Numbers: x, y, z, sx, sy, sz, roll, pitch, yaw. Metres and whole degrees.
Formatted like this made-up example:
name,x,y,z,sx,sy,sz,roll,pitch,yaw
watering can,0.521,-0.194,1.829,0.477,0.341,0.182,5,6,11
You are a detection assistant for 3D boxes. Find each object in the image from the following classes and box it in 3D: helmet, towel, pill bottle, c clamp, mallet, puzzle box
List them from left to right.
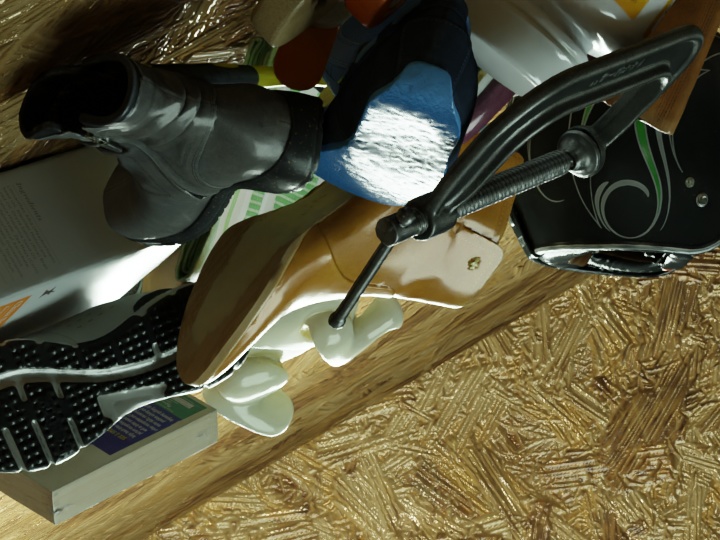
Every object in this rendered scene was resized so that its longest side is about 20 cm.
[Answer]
name,x,y,z,sx,sy,sz,roll,pitch,yaw
puzzle box,-0.201,0.083,1.693,0.133,0.200,0.026,-25,127,-38
mallet,-0.060,-0.109,1.500,0.199,0.066,0.041,0,114,-37
towel,-0.048,-0.063,1.635,0.200,0.023,0.153,4,106,-75
c clamp,0.083,-0.058,1.369,0.200,0.027,0.171,-25,160,-40
pill bottle,0.126,-0.183,1.377,0.200,0.109,0.109,-53,172,-4
helmet,0.204,-0.099,2.059,0.199,0.192,0.200,2,173,0

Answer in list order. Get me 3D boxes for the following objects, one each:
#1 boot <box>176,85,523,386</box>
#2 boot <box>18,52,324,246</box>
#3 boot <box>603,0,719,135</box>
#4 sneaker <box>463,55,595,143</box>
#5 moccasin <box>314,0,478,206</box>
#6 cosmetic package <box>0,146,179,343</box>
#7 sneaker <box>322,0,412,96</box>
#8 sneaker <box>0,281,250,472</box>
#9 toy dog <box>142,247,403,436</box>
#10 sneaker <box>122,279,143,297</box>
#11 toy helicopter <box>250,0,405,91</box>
name,x,y,z,sx,sy,sz,roll,pitch,yaw
boot,0.000,-0.001,1.524,0.144,0.071,0.202,27,99,-35
boot,-0.119,-0.069,1.409,0.131,0.070,0.200,12,160,-29
boot,0.188,-0.179,1.523,0.188,0.068,0.201,-124,-125,-69
sneaker,0.094,-0.123,1.513,0.075,0.090,0.200,-4,-137,43
moccasin,0.027,-0.083,1.363,0.200,0.080,0.069,145,-37,-70
cosmetic package,-0.197,-0.004,1.528,0.101,0.071,0.200,-40,170,39
sneaker,0.054,-0.151,1.451,0.199,0.105,0.076,-33,139,6
sneaker,-0.160,0.061,1.539,0.199,0.074,0.080,-17,-172,-24
toy dog,-0.056,-0.007,1.912,0.193,0.140,0.200,24,135,-35
sneaker,-0.190,0.021,1.674,0.200,0.074,0.088,-43,155,-49
toy helicopter,0.014,-0.169,1.373,0.200,0.079,0.132,-42,173,-40
